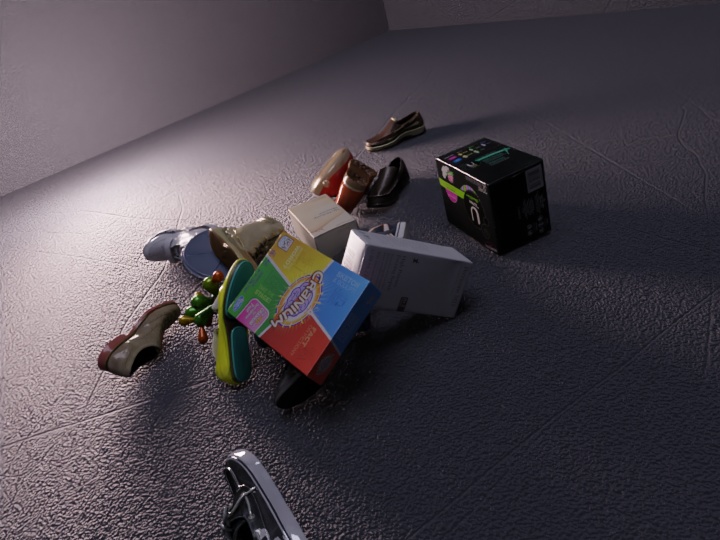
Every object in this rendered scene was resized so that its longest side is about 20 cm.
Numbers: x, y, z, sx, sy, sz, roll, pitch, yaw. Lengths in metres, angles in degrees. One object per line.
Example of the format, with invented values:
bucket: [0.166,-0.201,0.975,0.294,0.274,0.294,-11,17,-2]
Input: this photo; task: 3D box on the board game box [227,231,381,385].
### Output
board game box: [-0.086,0.047,0.846,0.199,0.040,0.154,28,80,39]

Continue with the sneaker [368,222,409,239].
sneaker: [0.050,-0.035,1.112,0.078,0.080,0.200,-5,20,10]

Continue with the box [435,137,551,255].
box: [0.252,-0.150,1.127,0.123,0.150,0.200,-24,30,-12]

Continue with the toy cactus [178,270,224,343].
toy cactus: [-0.236,0.059,1.081,0.199,0.104,0.164,-35,-17,35]

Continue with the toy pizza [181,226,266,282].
toy pizza: [-0.293,-0.031,1.293,0.196,0.032,0.202,5,37,-4]

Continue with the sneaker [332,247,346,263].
sneaker: [0.000,0.000,1.077,0.198,0.076,0.106,10,40,40]

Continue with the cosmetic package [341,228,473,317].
cosmetic package: [0.069,0.007,0.915,0.197,0.103,0.074,8,19,-26]

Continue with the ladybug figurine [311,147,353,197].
ladybug figurine: [-0.064,-0.244,1.504,0.136,0.072,0.201,-45,12,27]

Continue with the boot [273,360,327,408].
boot: [-0.109,0.091,0.901,0.173,0.069,0.201,29,74,30]

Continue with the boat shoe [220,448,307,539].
boat shoe: [-0.125,0.283,0.664,0.067,0.075,0.199,-15,35,-30]

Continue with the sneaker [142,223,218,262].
sneaker: [-0.429,-0.050,1.386,0.196,0.076,0.115,-13,26,0]

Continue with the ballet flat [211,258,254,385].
ballet flat: [-0.212,0.083,0.948,0.066,0.204,0.066,-1,-3,35]

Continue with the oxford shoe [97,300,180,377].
oxford shoe: [-0.392,0.131,1.090,0.074,0.071,0.200,23,40,12]

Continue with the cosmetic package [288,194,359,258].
cosmetic package: [-0.079,-0.093,1.283,0.102,0.074,0.200,-24,29,-14]

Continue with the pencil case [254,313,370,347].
pencil case: [-0.080,0.074,0.983,0.196,0.087,0.092,-10,1,11]

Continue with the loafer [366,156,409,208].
loafer: [0.060,-0.216,1.419,0.072,0.072,0.201,-2,32,25]

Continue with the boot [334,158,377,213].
boot: [-0.018,-0.202,1.418,0.074,0.108,0.200,28,28,1]

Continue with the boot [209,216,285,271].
boot: [-0.215,-0.043,1.241,0.154,0.074,0.200,-18,41,-32]

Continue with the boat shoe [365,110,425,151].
boat shoe: [0.098,-0.423,1.749,0.200,0.076,0.075,-27,31,-17]
